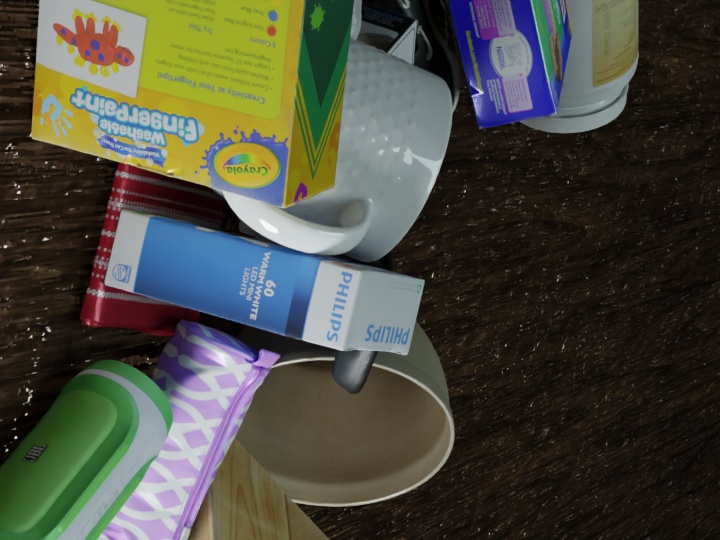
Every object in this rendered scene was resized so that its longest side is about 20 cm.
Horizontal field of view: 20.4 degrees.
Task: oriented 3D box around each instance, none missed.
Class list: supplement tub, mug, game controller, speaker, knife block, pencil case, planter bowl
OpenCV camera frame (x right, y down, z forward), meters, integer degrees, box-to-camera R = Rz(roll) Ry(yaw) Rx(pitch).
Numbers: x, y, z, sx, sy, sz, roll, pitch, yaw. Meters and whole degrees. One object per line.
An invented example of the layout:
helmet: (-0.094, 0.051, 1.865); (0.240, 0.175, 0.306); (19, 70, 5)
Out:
supplement tub: (0.199, -0.249, 1.949); (0.144, 0.144, 0.200); (-50, 146, -42)
mug: (-0.045, -0.087, 1.415); (0.148, 0.175, 0.200); (-53, -154, 35)
game controller: (0.000, 0.000, 1.538); (0.200, 0.042, 0.104); (-92, -170, -50)
speaker: (-0.213, 0.154, 1.393); (0.200, 0.088, 0.088); (-53, 148, -38)
knife block: (-0.107, 0.227, 1.530); (0.176, 0.200, 0.064); (-20, 151, -56)
pencil case: (-0.137, 0.137, 1.513); (0.084, 0.085, 0.200); (17, 97, -48)
planter bowl: (-0.023, 0.083, 1.658); (0.200, 0.200, 0.135); (75, 12, -48)

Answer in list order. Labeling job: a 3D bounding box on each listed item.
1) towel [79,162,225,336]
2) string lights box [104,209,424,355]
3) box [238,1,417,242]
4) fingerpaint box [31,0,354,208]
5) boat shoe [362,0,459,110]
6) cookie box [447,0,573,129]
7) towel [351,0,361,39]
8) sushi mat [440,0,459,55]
towel: (-0.146, -0.050, 1.490); (0.145, 0.022, 0.200); (10, 94, -63)
string lights box: (-0.068, 0.009, 1.423); (0.103, 0.200, 0.059); (9, 94, -63)
box: (-0.025, -0.119, 1.631); (0.200, 0.060, 0.117); (-52, 156, -43)
fingerpaint box: (-0.108, -0.147, 1.296); (0.073, 0.200, 0.167); (-26, 127, -58)
boat shoe: (0.035, -0.198, 1.721); (0.060, 0.074, 0.200); (-54, 146, -37)
cookie box: (0.129, -0.244, 1.749); (0.200, 0.075, 0.171); (-71, 150, -61)
towel: (-0.021, -0.296, 1.517); (0.191, 0.032, 0.200); (58, 38, -68)
sushi mat: (0.088, -0.261, 1.773); (0.200, 0.012, 0.096); (-62, 143, -65)
